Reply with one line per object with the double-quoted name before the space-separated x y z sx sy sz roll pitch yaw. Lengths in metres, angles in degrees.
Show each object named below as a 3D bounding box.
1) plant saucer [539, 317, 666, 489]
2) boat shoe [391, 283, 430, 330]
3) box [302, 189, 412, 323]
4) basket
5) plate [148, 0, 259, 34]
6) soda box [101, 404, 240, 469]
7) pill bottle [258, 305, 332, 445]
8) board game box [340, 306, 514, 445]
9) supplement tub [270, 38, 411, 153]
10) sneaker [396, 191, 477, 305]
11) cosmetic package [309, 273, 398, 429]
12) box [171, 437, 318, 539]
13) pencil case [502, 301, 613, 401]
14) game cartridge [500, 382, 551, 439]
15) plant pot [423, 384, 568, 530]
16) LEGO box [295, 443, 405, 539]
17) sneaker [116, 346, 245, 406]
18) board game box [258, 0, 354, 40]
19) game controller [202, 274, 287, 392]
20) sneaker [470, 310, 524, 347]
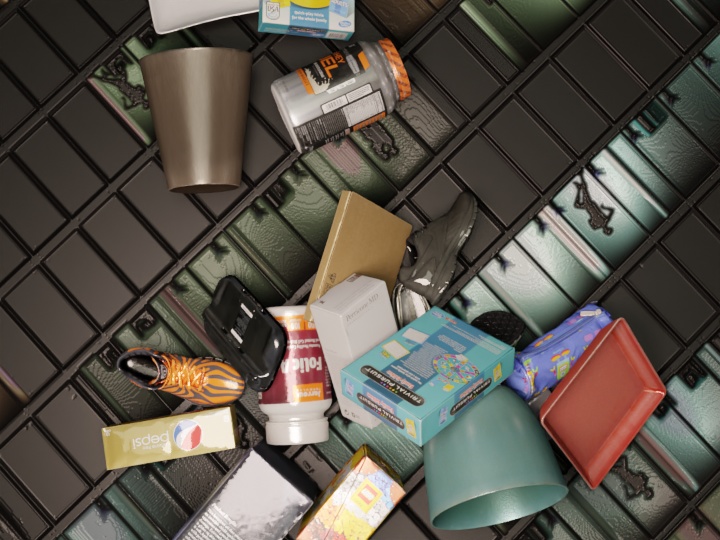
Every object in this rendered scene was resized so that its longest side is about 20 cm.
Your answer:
"plant saucer" 0.359 0.197 1.376 0.200 0.037 0.200 -49 126 -12
"boat shoe" 0.092 0.115 1.417 0.070 0.064 0.203 -18 85 -3
"box" 0.000 0.000 1.391 0.021 0.163 0.203 11 81 41
"basket" -0.248 -0.226 1.412 0.178 0.136 0.203 -3 88 0
"plate" -0.255 -0.495 1.483 0.197 0.032 0.203 -14 85 -2
"soda box" -0.288 0.253 1.396 0.197 0.068 0.065 -10 86 -2
"pill bottle" -0.101 0.157 1.385 0.112 0.114 0.203 -4 85 -1
"board game box" 0.095 0.141 1.276 0.199 0.047 0.150 -31 42 -34
"supplement tub" -0.029 -0.275 1.422 0.198 0.123 0.124 -25 86 -4
"sneaker" 0.120 -0.048 1.408 0.090 0.076 0.201 24 60 5
"cosmetic package" 0.005 0.118 1.351 0.101 0.074 0.202 -36 124 -34
"box" -0.169 0.359 1.323 0.123 0.200 0.199 41 84 3
"pencil case" 0.305 0.121 1.389 0.198 0.088 0.078 -27 44 -19
"game cartridge" 0.212 0.242 1.424 0.199 0.038 0.130 -35 90 -4
"plant pot" 0.179 0.262 1.312 0.198 0.201 0.163 -12 62 -2
"LEGO box" -0.013 0.340 1.327 0.077 0.200 0.149 41 86 4
"sneaker" -0.275 0.163 1.382 0.197 0.112 0.079 9 85 0
"board game box" -0.085 -0.479 1.461 0.149 0.047 0.203 2 85 -15
"game controller" -0.174 0.091 1.366 0.200 0.042 0.105 42 106 43
"sneaker" 0.175 0.138 1.413 0.071 0.083 0.199 37 56 28
